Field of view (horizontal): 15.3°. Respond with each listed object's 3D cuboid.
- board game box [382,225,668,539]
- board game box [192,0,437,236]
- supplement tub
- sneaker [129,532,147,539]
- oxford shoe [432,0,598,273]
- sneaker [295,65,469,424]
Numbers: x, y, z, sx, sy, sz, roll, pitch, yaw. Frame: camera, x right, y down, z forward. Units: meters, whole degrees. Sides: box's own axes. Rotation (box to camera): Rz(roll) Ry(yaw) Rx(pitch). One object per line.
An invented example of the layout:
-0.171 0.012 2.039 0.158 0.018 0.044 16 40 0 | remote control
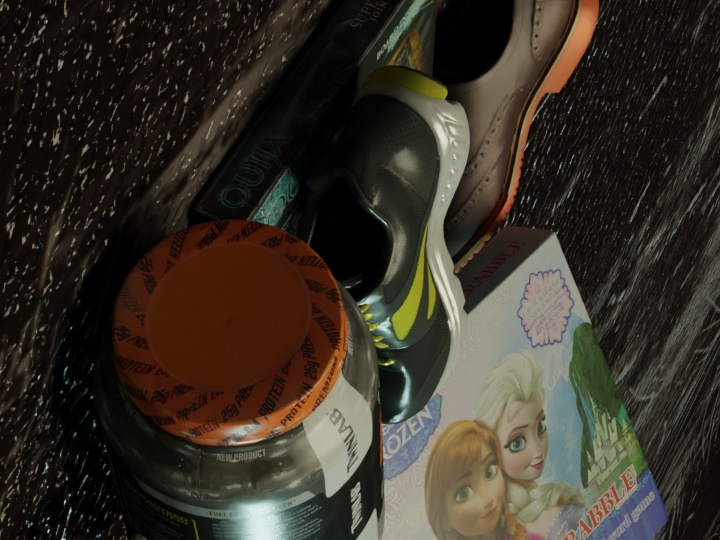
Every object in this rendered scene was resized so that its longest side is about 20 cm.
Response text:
0.067 0.114 1.443 0.200 0.041 0.200 -43 121 -32 | board game box
-0.019 -0.052 1.277 0.200 0.028 0.136 -56 162 -33 | board game box
-0.051 0.070 1.165 0.123 0.122 0.200 -59 164 -25 | supplement tub
-0.149 0.176 1.110 0.199 0.093 0.075 -26 -178 -43 | sneaker
0.052 -0.082 1.453 0.072 0.071 0.201 16 103 -45 | oxford shoe
0.000 0.000 1.255 0.085 0.074 0.201 -44 145 -41 | sneaker
